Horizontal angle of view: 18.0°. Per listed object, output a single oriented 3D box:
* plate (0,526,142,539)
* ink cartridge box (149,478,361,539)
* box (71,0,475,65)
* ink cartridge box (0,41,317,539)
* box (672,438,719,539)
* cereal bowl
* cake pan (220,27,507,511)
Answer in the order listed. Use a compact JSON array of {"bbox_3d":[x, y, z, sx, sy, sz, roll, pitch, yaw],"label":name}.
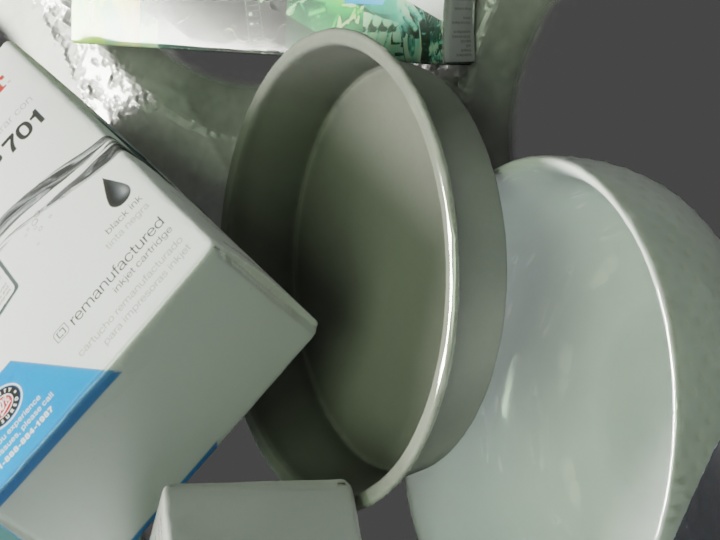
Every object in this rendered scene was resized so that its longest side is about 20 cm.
[{"bbox_3d":[-0.200,0.152,1.076,0.198,0.026,0.202,-1,101,-5],"label":"plate"},{"bbox_3d":[-0.051,0.202,0.944,0.201,0.084,0.147,109,155,-49],"label":"ink cartridge box"},{"bbox_3d":[-0.040,-0.169,1.010,0.198,0.036,0.146,6,97,30],"label":"box"},{"bbox_3d":[-0.135,0.013,0.990,0.147,0.086,0.200,-49,47,0],"label":"ink cartridge box"},{"bbox_3d":[0.223,0.122,0.763,0.105,0.198,0.149,104,154,-48],"label":"box"},{"bbox_3d":[0.098,0.056,0.904,0.200,0.083,0.202,-3,86,62],"label":"cereal bowl"},{"bbox_3d":[0.000,0.000,0.955,0.200,0.036,0.202,1,91,60],"label":"cake pan"}]
